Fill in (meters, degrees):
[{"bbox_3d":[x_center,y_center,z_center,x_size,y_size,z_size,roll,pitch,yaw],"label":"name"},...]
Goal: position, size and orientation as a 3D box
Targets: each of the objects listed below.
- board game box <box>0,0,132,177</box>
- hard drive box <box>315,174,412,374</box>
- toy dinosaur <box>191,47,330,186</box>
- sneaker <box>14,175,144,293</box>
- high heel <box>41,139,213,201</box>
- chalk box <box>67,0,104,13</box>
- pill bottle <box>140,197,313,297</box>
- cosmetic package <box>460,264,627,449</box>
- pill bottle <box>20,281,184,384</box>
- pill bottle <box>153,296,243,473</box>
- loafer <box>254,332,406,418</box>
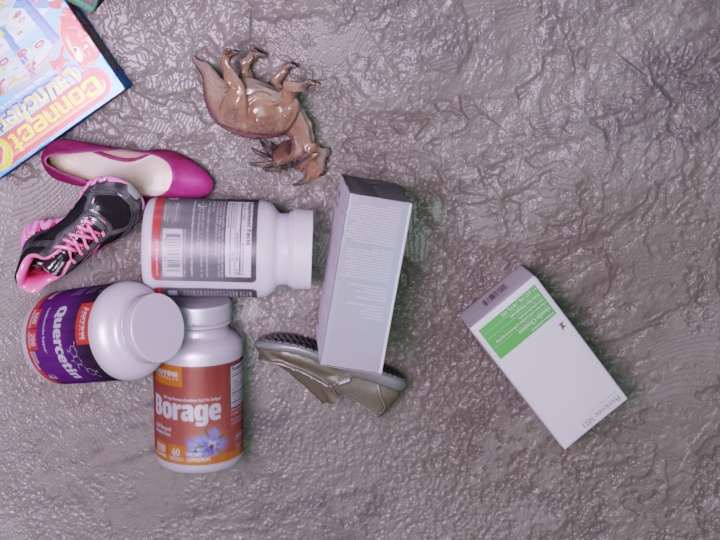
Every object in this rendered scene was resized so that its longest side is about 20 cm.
[{"bbox_3d":[-0.404,-0.241,1.312,0.199,0.056,0.197,-34,101,4],"label":"board game box"},{"bbox_3d":[0.000,0.000,1.335,0.076,0.156,0.203,9,102,-6],"label":"hard drive box"},{"bbox_3d":[-0.122,-0.183,1.330,0.197,0.086,0.137,20,107,-1],"label":"toy dinosaur"},{"bbox_3d":[-0.331,-0.034,1.309,0.199,0.096,0.079,-30,119,29],"label":"sneaker"},{"bbox_3d":[-0.273,-0.116,1.325,0.197,0.096,0.068,17,101,-6],"label":"high heel"},{"bbox_3d":[-0.303,-0.372,1.202,0.123,0.201,0.125,28,125,-8],"label":"chalk box"},{"bbox_3d":[-0.156,-0.027,1.341,0.197,0.116,0.118,1,102,-4],"label":"pill bottle"},{"bbox_3d":[0.227,0.107,1.406,0.107,0.085,0.201,-40,100,3],"label":"cosmetic package"},{"bbox_3d":[-0.298,0.073,1.311,0.198,0.112,0.114,-8,106,40],"label":"pill bottle"},{"bbox_3d":[-0.198,0.135,1.375,0.110,0.112,0.203,0,102,-3],"label":"pill bottle"},{"bbox_3d":[-0.042,0.134,1.402,0.197,0.075,0.071,19,96,-7],"label":"loafer"}]
